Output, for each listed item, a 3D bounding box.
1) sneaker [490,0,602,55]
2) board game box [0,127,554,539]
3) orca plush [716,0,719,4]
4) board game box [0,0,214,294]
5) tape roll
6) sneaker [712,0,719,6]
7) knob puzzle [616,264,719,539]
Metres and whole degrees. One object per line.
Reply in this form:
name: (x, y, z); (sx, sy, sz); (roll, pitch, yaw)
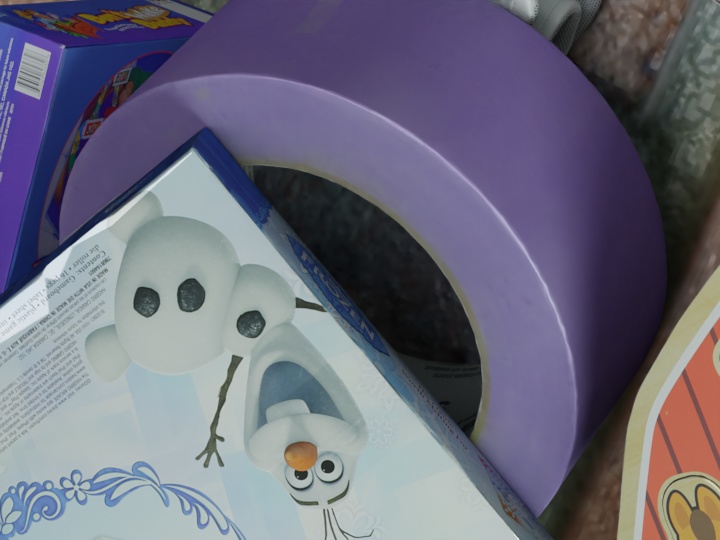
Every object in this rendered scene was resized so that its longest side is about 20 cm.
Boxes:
sneaker: (0.028, -0.134, 1.012); (0.115, 0.075, 0.201); (14, 108, 25)
board game box: (-0.065, 0.091, 0.949); (0.200, 0.043, 0.199); (-38, 98, 12)
orca plush: (0.191, -0.149, 0.925); (0.105, 0.071, 0.201); (21, 86, 13)
board game box: (-0.115, 0.001, 1.067); (0.045, 0.134, 0.201); (22, 106, 23)
tape roll: (0.000, 0.000, 0.993); (0.199, 0.085, 0.201); (16, 128, 21)
sneaker: (0.101, -0.147, 0.968); (0.200, 0.080, 0.070); (44, 112, 14)
knob puzzle: (0.151, 0.081, 0.832); (0.219, 0.030, 0.221); (14, 116, 31)
